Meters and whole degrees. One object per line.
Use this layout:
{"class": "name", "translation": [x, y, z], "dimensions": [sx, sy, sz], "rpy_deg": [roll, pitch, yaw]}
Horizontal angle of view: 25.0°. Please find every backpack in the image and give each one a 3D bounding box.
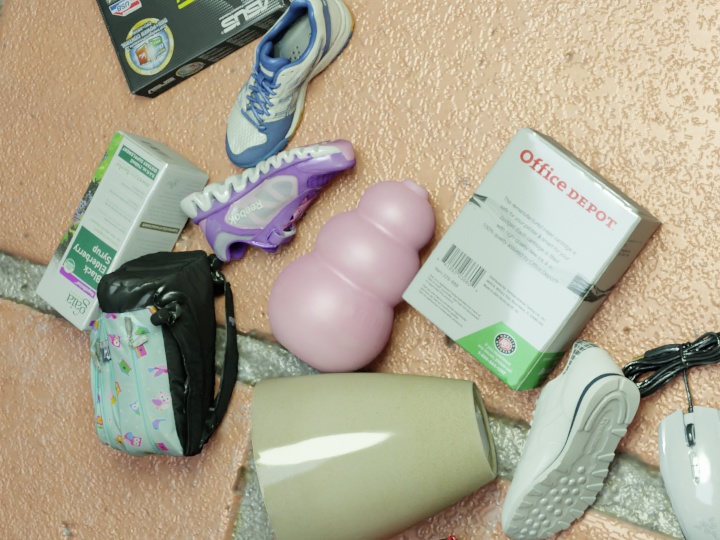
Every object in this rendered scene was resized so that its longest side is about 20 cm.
{"class": "backpack", "translation": [-0.204, 0.089, 1.643], "dimensions": [0.127, 0.167, 0.200], "rpy_deg": [2, 104, 21]}

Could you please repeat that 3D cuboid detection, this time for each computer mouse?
{"class": "computer mouse", "translation": [0.303, 0.161, 1.458], "dimensions": [0.110, 0.044, 0.200], "rpy_deg": [-16, 81, 23]}

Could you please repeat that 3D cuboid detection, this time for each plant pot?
{"class": "plant pot", "translation": [0.021, 0.173, 1.531], "dimensions": [0.200, 0.187, 0.187], "rpy_deg": [-13, 82, 10]}

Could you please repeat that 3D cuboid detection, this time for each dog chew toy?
{"class": "dog chew toy", "translation": [0.000, 0.000, 1.568], "dimensions": [0.125, 0.125, 0.200], "rpy_deg": [37, 95, 21]}

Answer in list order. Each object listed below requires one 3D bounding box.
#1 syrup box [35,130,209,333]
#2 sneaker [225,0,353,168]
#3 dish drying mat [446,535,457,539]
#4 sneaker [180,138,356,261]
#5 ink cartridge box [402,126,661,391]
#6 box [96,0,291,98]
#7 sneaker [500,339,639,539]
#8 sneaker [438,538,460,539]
{"class": "syrup box", "translation": [-0.249, -0.037, 1.700], "dimensions": [0.079, 0.081, 0.200], "rpy_deg": [35, 102, 28]}
{"class": "sneaker", "translation": [-0.089, -0.194, 1.630], "dimensions": [0.075, 0.088, 0.200], "rpy_deg": [35, 104, 20]}
{"class": "dish drying mat", "translation": [0.064, 0.339, 1.523], "dimensions": [0.200, 0.018, 0.077], "rpy_deg": [-65, 35, 36]}
{"class": "sneaker", "translation": [-0.083, -0.067, 1.633], "dimensions": [0.200, 0.080, 0.089], "rpy_deg": [-23, 85, 27]}
{"class": "ink cartridge box", "translation": [0.159, -0.011, 1.509], "dimensions": [0.146, 0.084, 0.200], "rpy_deg": [41, 104, 21]}
{"class": "box", "translation": [-0.178, -0.296, 1.698], "dimensions": [0.200, 0.044, 0.160], "rpy_deg": [-26, 77, 22]}
{"class": "sneaker", "translation": [0.185, 0.161, 1.507], "dimensions": [0.200, 0.076, 0.081], "rpy_deg": [-61, 38, 20]}
{"class": "sneaker", "translation": [0.117, 0.339, 1.513], "dimensions": [0.066, 0.090, 0.200], "rpy_deg": [-35, 75, 19]}
